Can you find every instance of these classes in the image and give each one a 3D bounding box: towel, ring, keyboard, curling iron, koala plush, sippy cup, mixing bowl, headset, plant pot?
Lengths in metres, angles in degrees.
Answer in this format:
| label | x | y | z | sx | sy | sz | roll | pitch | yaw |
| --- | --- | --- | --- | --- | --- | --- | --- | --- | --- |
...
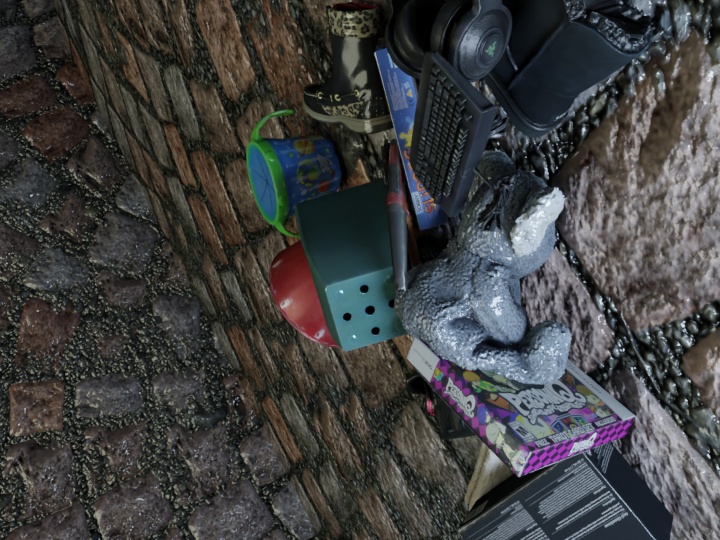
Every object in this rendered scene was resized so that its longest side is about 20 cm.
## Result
| label | x | y | z | sx | sy | sz | roll | pitch | yaw |
| --- | --- | --- | --- | --- | --- | --- | --- | --- | --- |
| towel | 0.204 | 0.244 | 0.899 | 0.203 | 0.129 | 0.035 | 91 | 160 | -49 |
| ring | 0.066 | -0.061 | 0.938 | 0.200 | 0.019 | 0.207 | -14 | -89 | -88 |
| keyboard | 0.089 | -0.095 | 0.628 | 0.127 | 0.021 | 0.201 | 47 | 168 | 14 |
| curling iron | 0.042 | -0.065 | 0.792 | 0.050 | 0.025 | 0.205 | 79 | -174 | -56 |
| koala plush | 0.142 | -0.015 | 0.748 | 0.178 | 0.179 | 0.205 | -114 | 38 | -59 |
| sippy cup | -0.104 | -0.159 | 1.156 | 0.140 | 0.127 | 0.182 | 49 | 149 | 42 |
| mixing bowl | -0.042 | 0.012 | 1.172 | 0.108 | 0.198 | 0.203 | -45 | 71 | 37 |
| headset | 0.084 | -0.202 | 0.608 | 0.123 | 0.092 | 0.205 | 25 | 134 | 53 |
| plant pot | 0.000 | 0.000 | 0.893 | 0.201 | 0.137 | 0.145 | -101 | -5 | -63 |

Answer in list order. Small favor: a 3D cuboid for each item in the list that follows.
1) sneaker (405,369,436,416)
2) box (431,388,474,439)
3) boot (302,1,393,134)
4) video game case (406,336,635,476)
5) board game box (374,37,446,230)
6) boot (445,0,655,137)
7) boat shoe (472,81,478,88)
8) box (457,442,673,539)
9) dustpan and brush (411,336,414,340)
| label | x | y | z | sx | sy | sz | roll | pitch | yaw |
| --- | --- | --- | --- | --- | --- | --- | --- | --- | --- |
| sneaker | 0.138 | 0.202 | 1.065 | 0.199 | 0.082 | 0.079 | 28 | 139 | 56 |
| box | 0.131 | 0.115 | 0.941 | 0.158 | 0.049 | 0.206 | 121 | 139 | -71 |
| boot | -0.024 | -0.278 | 0.950 | 0.203 | 0.072 | 0.158 | 34 | 139 | 51 |
| video game case | 0.175 | 0.128 | 0.771 | 0.181 | 0.196 | 0.037 | 44 | 124 | 40 |
| board game box | 0.060 | -0.167 | 0.831 | 0.136 | 0.033 | 0.205 | -80 | -24 | -68 |
| boot | 0.145 | -0.231 | 0.606 | 0.203 | 0.075 | 0.168 | 56 | 160 | 6 |
| boat shoe | 0.073 | -0.255 | 0.743 | 0.071 | 0.075 | 0.205 | 29 | 139 | 52 |
| box | 0.231 | 0.292 | 0.814 | 0.142 | 0.078 | 0.200 | 50 | 121 | 11 |
| dustpan and brush | 0.073 | 0.052 | 1.079 | 0.203 | 0.056 | 0.140 | 57 | 160 | 11 |
